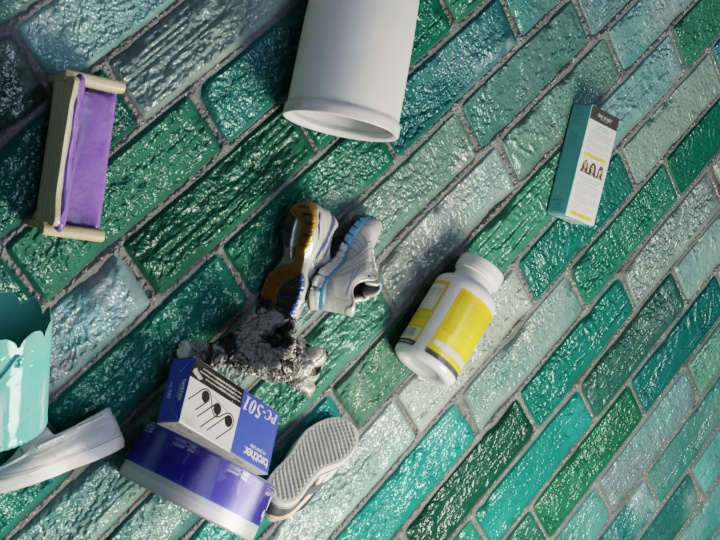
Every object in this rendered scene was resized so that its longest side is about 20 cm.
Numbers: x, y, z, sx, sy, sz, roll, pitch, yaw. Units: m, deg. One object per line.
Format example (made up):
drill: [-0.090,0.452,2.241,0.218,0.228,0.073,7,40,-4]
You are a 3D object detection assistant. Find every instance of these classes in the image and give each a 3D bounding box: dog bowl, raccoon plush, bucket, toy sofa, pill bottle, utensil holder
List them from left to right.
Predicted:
bucket: [-0.449,0.115,1.240,0.205,0.206,0.137,-8,108,-36]
toy sofa: [-0.346,-0.140,1.344,0.082,0.097,0.203,7,91,-37]
dog bowl: [-0.215,0.279,1.440,0.200,0.199,0.080,38,72,-35]
raccoon plush: [-0.146,0.121,1.540,0.134,0.197,0.098,68,29,-59]
utensil holder: [-0.010,-0.301,1.536,0.168,0.169,0.203,12,88,-38]
pill bottle: [0.148,0.076,1.746,0.112,0.111,0.201,44,71,-33]

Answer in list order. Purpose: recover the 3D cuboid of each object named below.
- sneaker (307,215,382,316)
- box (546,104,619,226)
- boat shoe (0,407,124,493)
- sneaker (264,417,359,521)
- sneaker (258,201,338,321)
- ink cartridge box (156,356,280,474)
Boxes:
sneaker: [0.000,0.000,1.607,0.076,0.086,0.201,93,22,-47]
box: [0.398,-0.188,1.941,0.082,0.049,0.203,17,86,-38]
boat shoe: [-0.398,0.228,1.379,0.198,0.072,0.069,-19,86,-28]
sneaker: [-0.082,0.297,1.628,0.199,0.078,0.080,-35,161,-43]
sneaker: [-0.081,0.004,1.585,0.088,0.075,0.203,15,96,-56]
ink cartridge box: [-0.192,0.205,1.506,0.200,0.044,0.095,42,49,-45]
